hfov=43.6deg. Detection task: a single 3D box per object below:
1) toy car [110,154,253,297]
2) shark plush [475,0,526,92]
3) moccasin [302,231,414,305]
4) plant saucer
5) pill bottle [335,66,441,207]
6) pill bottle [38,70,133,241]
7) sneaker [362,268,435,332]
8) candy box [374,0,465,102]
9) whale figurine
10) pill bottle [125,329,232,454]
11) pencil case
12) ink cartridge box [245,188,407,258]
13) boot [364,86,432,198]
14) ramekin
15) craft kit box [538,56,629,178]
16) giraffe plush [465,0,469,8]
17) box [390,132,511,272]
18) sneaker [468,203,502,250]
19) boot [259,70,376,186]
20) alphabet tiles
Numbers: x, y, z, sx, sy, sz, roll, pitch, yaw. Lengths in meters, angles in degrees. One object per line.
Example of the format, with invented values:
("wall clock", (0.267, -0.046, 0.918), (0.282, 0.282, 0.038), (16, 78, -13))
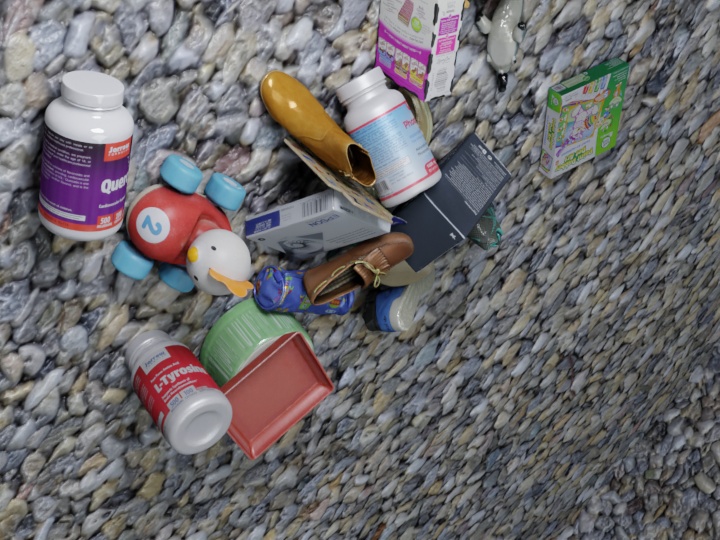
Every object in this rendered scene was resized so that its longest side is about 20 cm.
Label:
("toy car", (-0.233, -0.030, 1.312), (0.176, 0.200, 0.186), (20, 108, -49))
("shark plush", (0.267, -0.399, 1.589), (0.084, 0.089, 0.202), (-60, 146, -35))
("moccasin", (0.000, -0.001, 1.509), (0.198, 0.078, 0.074), (-21, 134, -5))
("plant saucer", (-0.156, 0.211, 1.559), (0.199, 0.037, 0.201), (-41, 141, -12))
("pill bottle", (0.040, -0.212, 1.426), (0.108, 0.108, 0.203), (-31, 100, -19))
("pill bottle", (-0.355, -0.148, 1.168), (0.111, 0.112, 0.203), (-10, 128, -37))
("sneaker", (0.069, 0.043, 1.770), (0.077, 0.110, 0.202), (58, 43, -33))
("candy box", (0.090, -0.381, 1.376), (0.060, 0.136, 0.203), (-21, 135, -30))
("whale figurine", (0.040, -0.039, 1.657), (0.196, 0.106, 0.159), (6, 158, -23))
("pill bottle", (-0.296, 0.187, 1.433), (0.111, 0.200, 0.114), (-25, 137, -26))
("pencil case", (-0.092, 0.035, 1.595), (0.198, 0.079, 0.087), (5, 131, -45))
("ink cartridge box", (-0.054, -0.066, 1.479), (0.197, 0.041, 0.198), (-15, 159, 37))
("boot", (0.044, -0.207, 1.525), (0.153, 0.072, 0.202), (-31, 143, -26))
("ramekin", (-0.177, 0.156, 1.600), (0.198, 0.098, 0.203), (-25, 137, -26))
("craft kit box", (0.460, -0.314, 1.858), (0.198, 0.048, 0.200), (-27, 140, -24))
("giraffe plush", (0.182, -0.519, 1.360), (0.197, 0.174, 0.163), (-18, 132, 15))
("box", (0.147, -0.119, 1.570), (0.148, 0.107, 0.201), (-36, -169, 50))
("sneaker", (0.238, -0.084, 1.751), (0.077, 0.092, 0.200), (-41, 178, 21))
("boot", (-0.056, -0.213, 1.352), (0.071, 0.144, 0.201), (-48, 130, -5))
("alphabet tiles", (-0.033, -0.142, 1.406), (0.165, 0.200, 0.006), (22, 110, -50))
